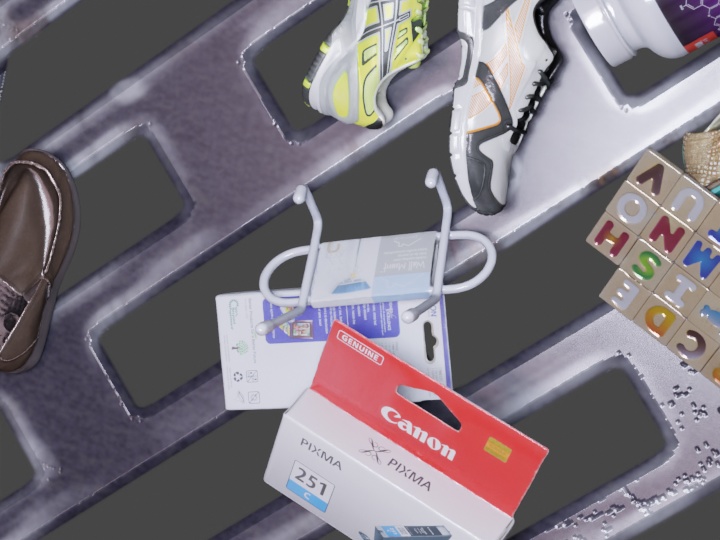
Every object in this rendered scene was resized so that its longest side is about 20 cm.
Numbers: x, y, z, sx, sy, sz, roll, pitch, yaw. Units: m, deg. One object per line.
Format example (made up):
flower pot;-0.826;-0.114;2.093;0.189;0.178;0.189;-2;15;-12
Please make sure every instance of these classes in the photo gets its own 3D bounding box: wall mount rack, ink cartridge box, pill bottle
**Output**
wall mount rack;0.000;0.000;1.400;0.200;0.174;0.075;-6;136;17
ink cartridge box;-0.018;0.061;1.470;0.200;0.039;0.100;-3;93;19
ink cartridge box;0.030;0.156;1.414;0.200;0.045;0.176;31;136;12
pill bottle;0.258;-0.232;1.323;0.200;0.112;0.113;-29;85;18

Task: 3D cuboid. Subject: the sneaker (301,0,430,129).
sneaker;0.029;-0.205;1.425;0.076;0.075;0.200;31;113;6

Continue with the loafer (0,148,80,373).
loafer;-0.292;-0.005;1.533;0.073;0.071;0.200;11;97;16

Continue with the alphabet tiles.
alphabet tiles;0.274;0.002;1.356;0.200;0.008;0.167;38;128;11

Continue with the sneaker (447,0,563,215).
sneaker;0.114;-0.142;1.396;0.080;0.074;0.200;4;96;15

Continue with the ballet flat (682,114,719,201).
ballet flat;0.329;-0.120;1.335;0.200;0.071;0.065;-26;75;15
